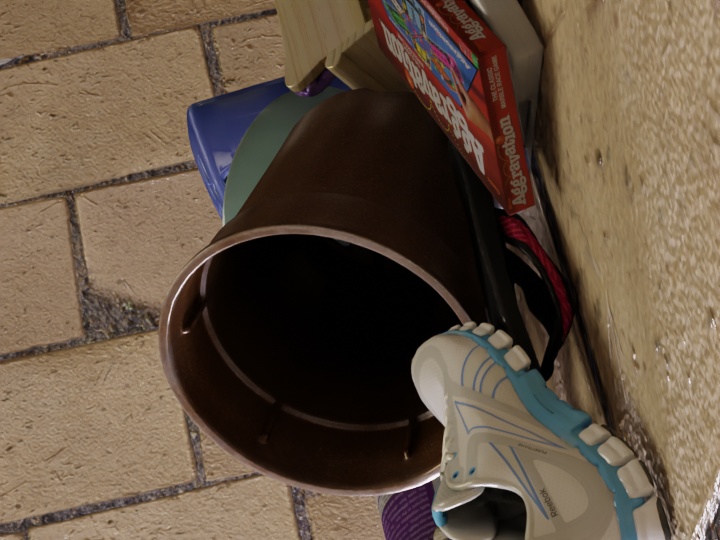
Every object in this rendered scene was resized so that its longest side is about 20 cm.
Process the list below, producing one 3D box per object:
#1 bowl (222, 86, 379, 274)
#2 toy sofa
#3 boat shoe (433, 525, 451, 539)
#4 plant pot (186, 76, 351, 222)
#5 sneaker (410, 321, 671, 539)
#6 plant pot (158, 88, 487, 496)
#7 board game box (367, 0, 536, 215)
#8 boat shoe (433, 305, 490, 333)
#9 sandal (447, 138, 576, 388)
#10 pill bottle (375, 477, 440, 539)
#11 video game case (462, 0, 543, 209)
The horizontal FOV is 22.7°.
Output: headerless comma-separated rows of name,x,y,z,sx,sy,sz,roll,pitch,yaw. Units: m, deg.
bowl,0.006,-0.036,1.305,0.105,0.200,0.202,4,110,45
toy sofa,-0.003,-0.189,1.255,0.083,0.097,0.201,36,-153,-38
boat shoe,0.080,0.180,1.209,0.072,0.064,0.201,68,-156,-49
plant pot,-0.027,-0.067,1.506,0.200,0.199,0.181,129,123,-85
sneaker,0.063,0.092,0.894,0.200,0.086,0.075,39,149,56
plant pot,0.000,0.000,1.113,0.199,0.199,0.201,-69,-25,-51
board game box,0.042,-0.124,0.998,0.200,0.019,0.103,-122,12,-51
boat shoe,0.091,0.115,1.165,0.057,0.068,0.201,84,171,-63
sandal,0.090,0.002,0.992,0.075,0.045,0.201,80,178,-55
pill bottle,0.079,0.217,1.299,0.112,0.111,0.201,83,175,-49
video game case,0.048,-0.152,1.030,0.182,0.024,0.201,85,160,-64
